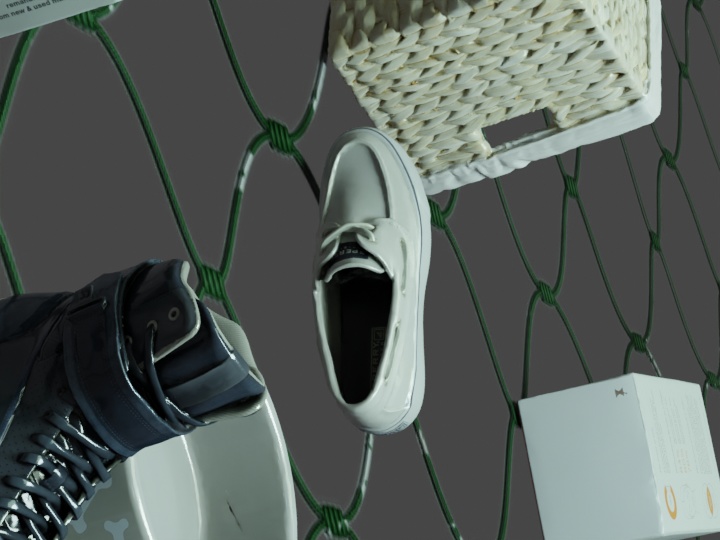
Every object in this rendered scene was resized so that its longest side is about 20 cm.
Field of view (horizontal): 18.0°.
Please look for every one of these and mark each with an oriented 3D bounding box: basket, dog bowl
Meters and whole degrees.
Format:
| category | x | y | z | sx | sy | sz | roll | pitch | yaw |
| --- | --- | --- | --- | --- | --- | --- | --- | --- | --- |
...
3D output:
| category | x | y | z | sx | sy | sz | roll | pitch | yaw |
| --- | --- | --- | --- | --- | --- | --- | --- | --- | --- |
| basket | 0.092 | -0.191 | 1.586 | 0.161 | 0.198 | 0.201 | 47 | 35 | -43 |
| dog bowl | -0.094 | 0.105 | 1.119 | 0.200 | 0.058 | 0.201 | 48 | 34 | -49 |

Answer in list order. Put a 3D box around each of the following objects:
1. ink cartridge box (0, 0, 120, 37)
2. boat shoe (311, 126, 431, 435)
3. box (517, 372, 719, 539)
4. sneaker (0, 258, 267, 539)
| category | x | y | z | sx | sy | sz | roll | pitch | yaw |
| --- | --- | --- | --- | --- | --- | --- | --- | --- | --- |
| ink cartridge box | -0.177 | -0.237 | 1.097 | 0.147 | 0.083 | 0.200 | -76 | 146 | -50 |
| boat shoe | 0.000 | 0.000 | 1.411 | 0.066 | 0.072 | 0.201 | 38 | 50 | -64 |
| box | 0.209 | 0.154 | 1.783 | 0.200 | 0.097 | 0.125 | 14 | 64 | -67 |
| sneaker | -0.119 | 0.079 | 0.961 | 0.077 | 0.146 | 0.203 | 57 | 30 | -42 |
